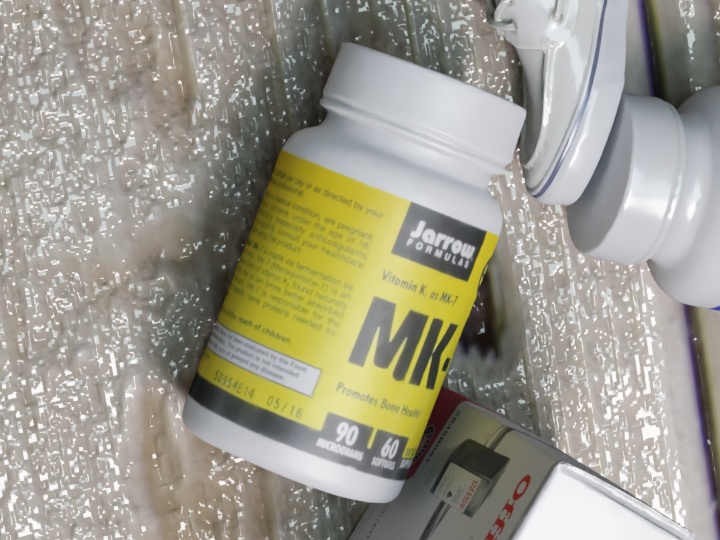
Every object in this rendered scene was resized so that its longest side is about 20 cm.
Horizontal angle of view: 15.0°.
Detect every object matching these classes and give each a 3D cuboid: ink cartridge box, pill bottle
[{"bbox_3d":[0.061,0.150,1.298,0.085,0.200,0.146,31,89,-18],"label":"ink cartridge box"},{"bbox_3d":[0.209,-0.030,1.360,0.200,0.112,0.112,10,96,-17],"label":"pill bottle"},{"bbox_3d":[0.000,0.000,1.302,0.114,0.114,0.200,20,93,-18],"label":"pill bottle"}]

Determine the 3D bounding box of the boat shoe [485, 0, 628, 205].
[{"bbox_3d":[0.092,-0.134,1.332,0.070,0.071,0.200,9,93,-17],"label":"boat shoe"}]
